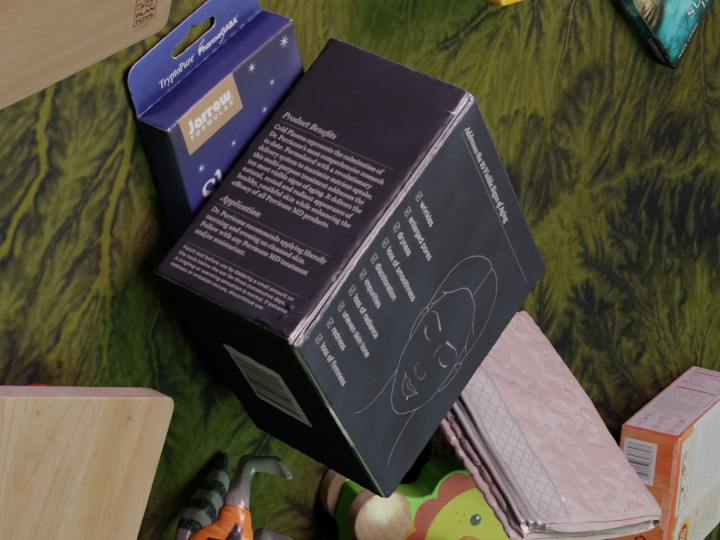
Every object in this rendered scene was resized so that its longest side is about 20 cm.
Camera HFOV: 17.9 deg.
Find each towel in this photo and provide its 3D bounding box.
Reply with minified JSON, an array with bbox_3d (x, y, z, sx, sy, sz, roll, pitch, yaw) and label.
[{"bbox_3d":[0.123,0.112,1.686,0.032,0.201,0.190,-44,155,26],"label":"towel"}]

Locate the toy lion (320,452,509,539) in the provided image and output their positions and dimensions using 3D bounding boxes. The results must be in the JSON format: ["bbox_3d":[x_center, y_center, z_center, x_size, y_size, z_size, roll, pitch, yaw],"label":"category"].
[{"bbox_3d":[0.054,0.225,1.689,0.190,0.069,0.202,9,103,-28],"label":"toy lion"}]

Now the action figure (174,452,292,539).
[{"bbox_3d":[-0.124,0.224,1.517,0.193,0.105,0.200,-41,164,-23],"label":"action figure"}]

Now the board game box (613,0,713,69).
[{"bbox_3d":[0.265,-0.277,1.798,0.201,0.028,0.135,-61,147,-9],"label":"board game box"}]

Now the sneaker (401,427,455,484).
[{"bbox_3d":[0.043,0.186,1.737,0.088,0.077,0.202,10,100,-31],"label":"sneaker"}]

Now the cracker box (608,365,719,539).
[{"bbox_3d":[0.278,0.176,2.004,0.200,0.057,0.135,-25,123,-61],"label":"cracker box"}]

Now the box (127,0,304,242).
[{"bbox_3d":[-0.077,-0.075,1.436,0.121,0.032,0.201,-45,139,-30],"label":"box"}]

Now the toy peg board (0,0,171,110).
[{"bbox_3d":[-0.189,-0.196,1.181,0.199,0.098,0.200,-32,148,-40],"label":"toy peg board"}]

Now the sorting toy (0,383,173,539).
[{"bbox_3d":[-0.221,0.157,1.334,0.198,0.069,0.202,5,104,-55],"label":"sorting toy"}]

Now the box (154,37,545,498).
[{"bbox_3d":[0.000,0.000,1.449,0.197,0.123,0.200,-52,146,-18],"label":"box"}]

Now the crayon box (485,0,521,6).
[{"bbox_3d":[0.086,-0.222,1.495,0.199,0.126,0.051,-21,125,-46],"label":"crayon box"}]
